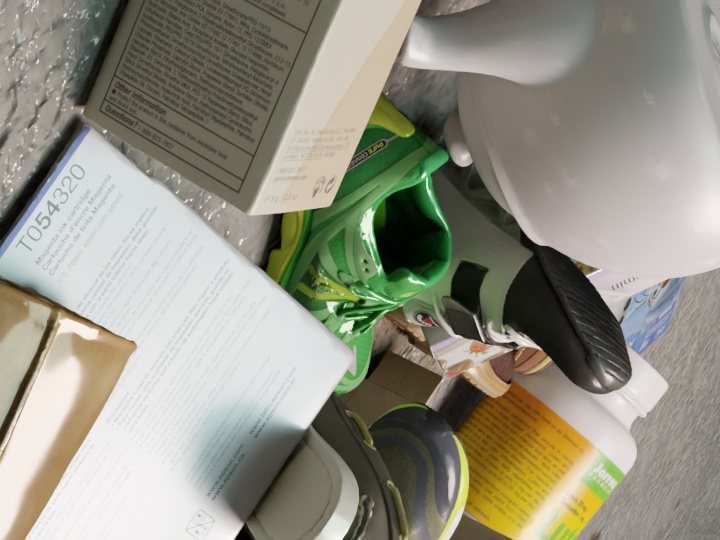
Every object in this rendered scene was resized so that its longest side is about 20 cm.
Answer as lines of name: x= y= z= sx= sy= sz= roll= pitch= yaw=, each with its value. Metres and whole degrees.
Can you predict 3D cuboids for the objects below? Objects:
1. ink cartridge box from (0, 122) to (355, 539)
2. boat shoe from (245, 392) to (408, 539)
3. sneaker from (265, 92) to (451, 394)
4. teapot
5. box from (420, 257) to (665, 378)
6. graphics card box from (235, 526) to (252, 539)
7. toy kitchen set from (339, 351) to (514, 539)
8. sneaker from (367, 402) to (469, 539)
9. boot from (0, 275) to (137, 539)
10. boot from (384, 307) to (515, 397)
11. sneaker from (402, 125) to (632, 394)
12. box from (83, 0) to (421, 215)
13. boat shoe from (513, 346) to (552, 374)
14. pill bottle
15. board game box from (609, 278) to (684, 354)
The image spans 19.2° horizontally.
ink cartridge box: x=-0.120 y=0.064 z=0.935 sx=0.200 sy=0.043 sz=0.197 roll=42 pitch=78 yaw=-38
boat shoe: x=-0.028 y=0.094 z=1.043 sx=0.060 sy=0.202 sz=0.072 roll=39 pitch=99 yaw=-27
sneaker: x=0.000 y=0.000 z=1.102 sx=0.074 sy=0.083 sz=0.201 roll=-41 pitch=153 yaw=-38
teapot: x=0.113 y=-0.079 z=1.052 sx=0.198 sy=0.145 sz=0.201 roll=-65 pitch=135 yaw=-61
box: x=0.126 y=-0.002 z=1.196 sx=0.199 sy=0.042 sz=0.039 roll=-24 pitch=143 yaw=4
graphics card box: x=-0.122 y=0.151 z=1.077 sx=0.126 sy=0.051 sz=0.200 roll=-54 pitch=160 yaw=-16
toy kitchen set: x=0.036 y=0.183 z=1.251 sx=0.164 sy=0.180 sz=0.200 roll=-67 pitch=172 yaw=22
sneaker: x=-0.018 y=0.151 z=1.098 sx=0.200 sy=0.074 sz=0.081 roll=-53 pitch=164 yaw=21
boot: x=-0.190 y=0.089 z=0.816 sx=0.201 sy=0.066 sz=0.175 roll=-63 pitch=149 yaw=-2
boot: x=0.091 y=-0.016 z=1.299 sx=0.167 sy=0.072 sz=0.200 roll=-55 pitch=155 yaw=-4
sneaker: x=0.071 y=0.014 z=1.142 sx=0.088 sy=0.200 sz=0.074 roll=-44 pitch=135 yaw=9
box: x=-0.024 y=-0.132 z=0.861 sx=0.078 sy=0.095 sz=0.201 roll=-9 pitch=128 yaw=-64
boat shoe: x=0.121 y=-0.013 z=1.398 sx=0.067 sy=0.072 sz=0.201 roll=1 pitch=133 yaw=-28
pill bottle: x=0.121 y=0.132 z=1.483 sx=0.200 sy=0.111 sz=0.111 roll=-51 pitch=158 yaw=-2
board game box: x=0.196 y=0.003 z=1.602 sx=0.200 sy=0.043 sz=0.200 roll=-36 pitch=148 yaw=-46
